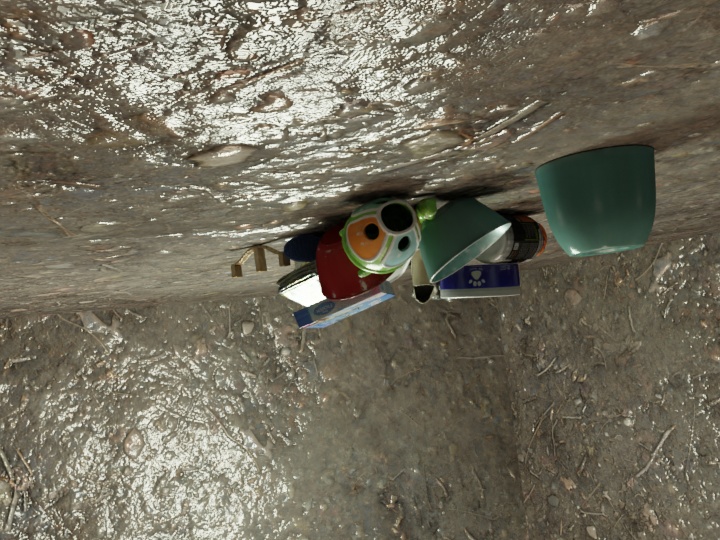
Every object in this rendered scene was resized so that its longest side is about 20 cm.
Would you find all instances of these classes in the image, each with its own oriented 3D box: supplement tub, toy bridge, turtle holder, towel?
[{"bbox_3d":[0.371,-0.078,1.687,0.200,0.123,0.122,-1,173,-42],"label":"supplement tub"},{"bbox_3d":[-0.253,-0.029,1.706,0.200,0.067,0.027,-13,172,37],"label":"toy bridge"},{"bbox_3d":[0.062,-0.072,1.280,0.185,0.141,0.132,3,156,-21],"label":"turtle holder"},{"bbox_3d":[-0.085,0.044,1.678,0.200,0.048,0.171,28,141,-36],"label":"towel"}]

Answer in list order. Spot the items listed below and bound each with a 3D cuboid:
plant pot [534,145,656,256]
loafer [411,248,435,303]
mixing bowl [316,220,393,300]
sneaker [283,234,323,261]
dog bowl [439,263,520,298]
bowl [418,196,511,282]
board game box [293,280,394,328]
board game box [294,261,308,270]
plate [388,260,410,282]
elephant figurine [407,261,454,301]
[{"bbox_3d":[0.417,-0.111,1.179,0.200,0.161,0.201,-7,176,-1],"label":"plant pot"},{"bbox_3d":[0.166,0.006,1.718,0.075,0.068,0.200,-2,133,6],"label":"loafer"},{"bbox_3d":[-0.020,-0.040,1.462,0.200,0.109,0.200,-23,-154,12],"label":"mixing bowl"},{"bbox_3d":[-0.082,-0.055,1.636,0.199,0.070,0.078,-9,168,7],"label":"sneaker"},{"bbox_3d":[0.300,0.026,1.707,0.199,0.079,0.200,-3,179,0],"label":"dog bowl"},{"bbox_3d":[0.195,-0.075,1.375,0.201,0.105,0.201,-33,167,-9],"label":"bowl"},{"bbox_3d":[-0.031,0.076,1.549,0.199,0.043,0.200,-25,171,9],"label":"board game box"},{"bbox_3d":[-0.065,-0.025,1.805,0.200,0.103,0.105,-9,173,26],"label":"board game box"},{"bbox_3d":[0.067,-0.008,1.739,0.199,0.032,0.200,-29,157,-30],"label":"plate"},{"bbox_3d":[0.181,0.008,1.849,0.141,0.155,0.200,35,-170,39],"label":"elephant figurine"}]
